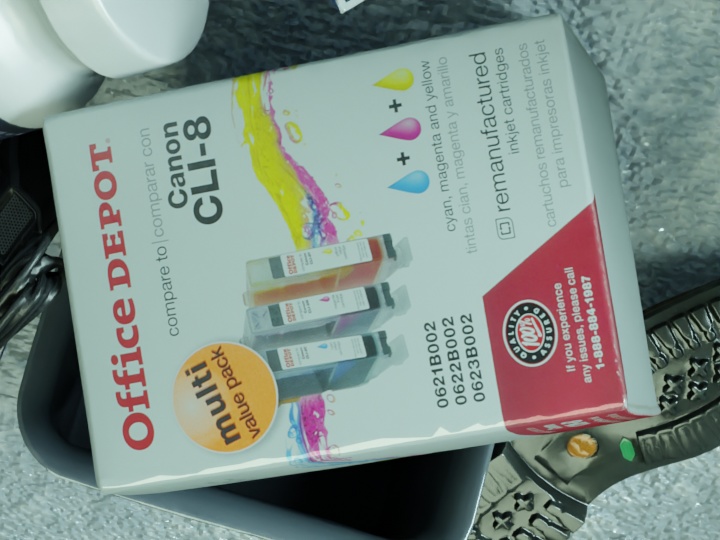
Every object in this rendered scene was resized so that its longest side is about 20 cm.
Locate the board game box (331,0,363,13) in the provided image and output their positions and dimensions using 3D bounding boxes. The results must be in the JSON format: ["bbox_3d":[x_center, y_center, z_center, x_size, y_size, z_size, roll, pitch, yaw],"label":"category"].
[{"bbox_3d":[0.016,-0.190,0.743,0.135,0.035,0.200,-31,140,-4],"label":"board game box"}]

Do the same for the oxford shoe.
[{"bbox_3d":[0.114,0.052,1.052,0.200,0.085,0.073,-33,110,19],"label":"oxford shoe"}]

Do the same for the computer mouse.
[{"bbox_3d":[-0.159,0.006,0.942,0.046,0.200,0.140,35,108,-26],"label":"computer mouse"}]

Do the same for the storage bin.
[{"bbox_3d":[-0.046,0.050,1.049,0.199,0.146,0.134,16,168,-6],"label":"storage bin"}]

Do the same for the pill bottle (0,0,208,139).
[{"bbox_3d":[-0.165,-0.102,0.896,0.199,0.116,0.116,-12,135,27],"label":"pill bottle"}]

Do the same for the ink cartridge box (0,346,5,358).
[{"bbox_3d":[-0.190,0.037,1.085,0.044,0.094,0.200,19,141,-9],"label":"ink cartridge box"}]

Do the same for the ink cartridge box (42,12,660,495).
[{"bbox_3d":[0.000,0.000,0.891,0.199,0.146,0.145,-11,175,12],"label":"ink cartridge box"}]
